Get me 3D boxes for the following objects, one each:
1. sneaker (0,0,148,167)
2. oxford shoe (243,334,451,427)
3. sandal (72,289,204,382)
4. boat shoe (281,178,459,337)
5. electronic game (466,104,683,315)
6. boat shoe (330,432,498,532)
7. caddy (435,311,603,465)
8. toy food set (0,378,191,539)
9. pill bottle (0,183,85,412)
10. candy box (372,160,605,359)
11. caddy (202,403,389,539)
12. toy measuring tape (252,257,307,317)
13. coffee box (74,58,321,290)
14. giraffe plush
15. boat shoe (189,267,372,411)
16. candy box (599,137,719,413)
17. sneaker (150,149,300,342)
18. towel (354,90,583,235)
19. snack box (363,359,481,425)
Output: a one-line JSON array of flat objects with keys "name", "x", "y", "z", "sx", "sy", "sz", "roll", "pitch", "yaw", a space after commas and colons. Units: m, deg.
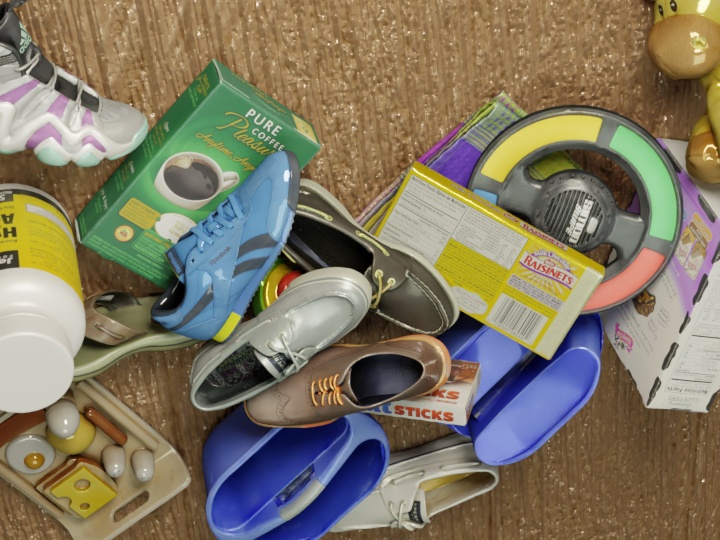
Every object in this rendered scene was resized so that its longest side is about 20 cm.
[{"name": "sneaker", "x": -0.263, "y": -0.162, "z": 1.302, "sx": 0.198, "sy": 0.078, "sz": 0.141, "roll": 2, "pitch": 125, "yaw": -18}, {"name": "oxford shoe", "x": -0.021, "y": 0.099, "z": 1.456, "sx": 0.199, "sy": 0.073, "sz": 0.072, "roll": -18, "pitch": 88, "yaw": 17}, {"name": "sandal", "x": -0.223, "y": 0.044, "z": 1.468, "sx": 0.200, "sy": 0.080, "sz": 0.058, "roll": -16, "pitch": 134, "yaw": -16}, {"name": "boat shoe", "x": 0.000, "y": 0.000, "z": 1.456, "sx": 0.201, "sy": 0.061, "sz": 0.072, "roll": 36, "pitch": 119, "yaw": -5}, {"name": "electronic game", "x": 0.193, "y": -0.053, "z": 1.472, "sx": 0.198, "sy": 0.042, "sz": 0.201, "roll": 2, "pitch": 111, "yaw": 5}, {"name": "boat shoe", "x": 0.050, "y": 0.235, "z": 1.687, "sx": 0.199, "sy": 0.070, "sz": 0.071, "roll": -19, "pitch": 129, "yaw": -2}, {"name": "caddy", "x": 0.149, "y": 0.092, "z": 1.594, "sx": 0.141, "sy": 0.105, "sz": 0.200, "roll": 41, "pitch": 108, "yaw": -10}, {"name": "toy food set", "x": -0.279, "y": 0.187, "z": 1.564, "sx": 0.143, "sy": 0.061, "sz": 0.200, "roll": -35, "pitch": 126, "yaw": 10}, {"name": "pill bottle", "x": -0.288, "y": 0.024, "z": 1.353, "sx": 0.110, "sy": 0.200, "sz": 0.112, "roll": -8, "pitch": 127, "yaw": -11}, {"name": "candy box", "x": 0.111, "y": -0.008, "z": 1.473, "sx": 0.199, "sy": 0.026, "sz": 0.103, "roll": 30, "pitch": 115, "yaw": -1}, {"name": "caddy", "x": -0.065, "y": 0.195, "z": 1.591, "sx": 0.200, "sy": 0.105, "sz": 0.141, "roll": -43, "pitch": 124, "yaw": 16}, {"name": "toy measuring tape", "x": -0.031, "y": 0.035, "z": 1.513, "sx": 0.199, "sy": 0.074, "sz": 0.074, "roll": 13, "pitch": 121, "yaw": -21}, {"name": "coffee box", "x": -0.142, "y": -0.077, "z": 1.420, "sx": 0.123, "sy": 0.044, "sz": 0.200, "roll": 30, "pitch": 113, "yaw": -33}, {"name": "giraffe plush", "x": 0.314, "y": -0.194, "z": 1.391, "sx": 0.172, "sy": 0.201, "sz": 0.162, "roll": -28, "pitch": 127, "yaw": 37}, {"name": "boat shoe", "x": -0.073, "y": 0.070, "z": 1.442, "sx": 0.200, "sy": 0.072, "sz": 0.070, "roll": -31, "pitch": 117, "yaw": 26}, {"name": "candy box", "x": 0.305, "y": 0.005, "z": 1.530, "sx": 0.071, "sy": 0.168, "sz": 0.201, "roll": 6, "pitch": 124, "yaw": -20}, {"name": "sneaker", "x": -0.118, "y": -0.022, "z": 1.399, "sx": 0.078, "sy": 0.066, "sz": 0.201, "roll": 17, "pitch": 120, "yaw": -26}, {"name": "towel", "x": 0.101, "y": -0.061, "z": 1.516, "sx": 0.200, "sy": 0.023, "sz": 0.143, "roll": -42, "pitch": 125, "yaw": 15}, {"name": "snack box", "x": 0.010, "y": 0.104, "z": 1.525, "sx": 0.198, "sy": 0.072, "sz": 0.024, "roll": 6, "pitch": 125, "yaw": 14}]
